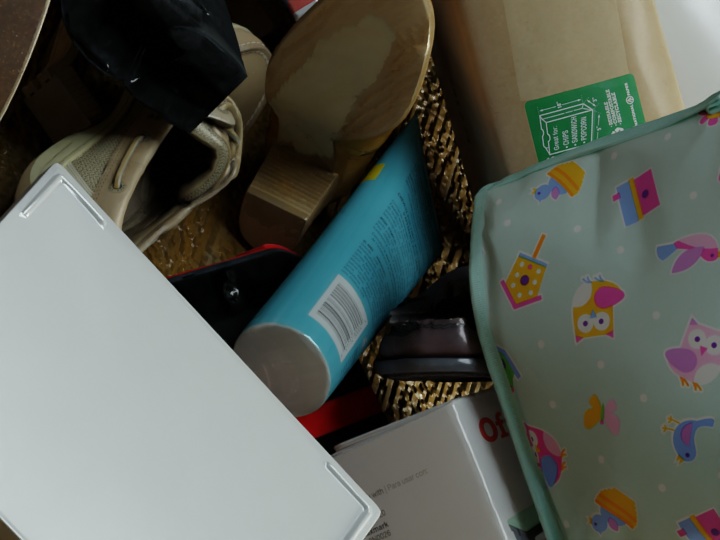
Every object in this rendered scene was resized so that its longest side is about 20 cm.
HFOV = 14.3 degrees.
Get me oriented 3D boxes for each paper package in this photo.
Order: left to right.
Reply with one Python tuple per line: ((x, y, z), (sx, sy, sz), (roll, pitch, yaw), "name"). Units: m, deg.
((0.100, -0.093, 1.485), (0.191, 0.103, 0.201), (-125, -161, -82), "paper package")

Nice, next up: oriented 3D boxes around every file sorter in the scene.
((-0.122, 0.090, 1.176), (0.200, 0.124, 0.139), (47, 49, -10), "file sorter")

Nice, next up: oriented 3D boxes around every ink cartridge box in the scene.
((0.086, 0.154, 1.384), (0.145, 0.084, 0.201), (-13, 79, -55), "ink cartridge box")

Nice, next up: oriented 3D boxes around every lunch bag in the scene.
((0.150, 0.028, 1.311), (0.122, 0.170, 0.201), (-10, 83, -56), "lunch bag")

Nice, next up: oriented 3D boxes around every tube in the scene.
((0.000, 0.000, 1.409), (0.200, 0.050, 0.078), (-51, 140, -53), "tube")

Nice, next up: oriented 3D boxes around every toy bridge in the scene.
((-0.109, -0.122, 1.450), (0.067, 0.027, 0.200), (54, 36, 0), "toy bridge")

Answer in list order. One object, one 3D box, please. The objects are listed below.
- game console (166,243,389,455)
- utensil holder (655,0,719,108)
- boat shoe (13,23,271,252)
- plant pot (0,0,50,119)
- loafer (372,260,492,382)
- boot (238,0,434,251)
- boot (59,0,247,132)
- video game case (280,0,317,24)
((-0.058, 0.082, 1.354), (0.200, 0.031, 0.178), (-18, 82, -52), "game console")
((0.185, -0.109, 1.652), (0.201, 0.170, 0.170), (57, 37, 0), "utensil holder")
((-0.087, -0.056, 1.372), (0.200, 0.064, 0.072), (-48, 138, -47), "boat shoe")
((-0.244, -0.157, 1.224), (0.199, 0.187, 0.188), (16, 50, -23), "plant pot")
((0.046, 0.023, 1.415), (0.200, 0.071, 0.063), (12, 79, -82), "loafer")
((0.002, -0.111, 1.429), (0.071, 0.202, 0.144), (29, 45, -1), "boot")
((-0.134, -0.160, 1.362), (0.164, 0.066, 0.200), (25, 28, -18), "boot")
((-0.071, -0.207, 1.500), (0.201, 0.017, 0.143), (59, 0, 6), "video game case")
